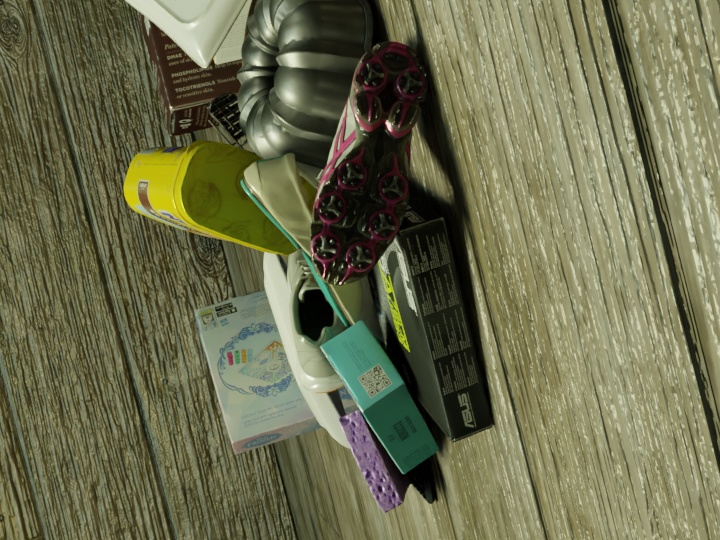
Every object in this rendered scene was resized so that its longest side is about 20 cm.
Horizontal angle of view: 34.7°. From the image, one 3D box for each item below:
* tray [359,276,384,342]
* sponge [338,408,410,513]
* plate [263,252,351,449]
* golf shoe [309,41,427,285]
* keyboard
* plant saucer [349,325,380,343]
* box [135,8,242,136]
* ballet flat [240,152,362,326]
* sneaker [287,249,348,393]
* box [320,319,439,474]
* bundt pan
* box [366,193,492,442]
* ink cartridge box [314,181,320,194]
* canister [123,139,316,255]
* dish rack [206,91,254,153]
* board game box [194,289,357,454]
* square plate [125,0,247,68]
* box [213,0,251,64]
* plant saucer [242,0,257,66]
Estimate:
[{"bbox_3d":[0.000,0.000,1.239,0.107,0.022,0.201,36,-159,-45],"label":"tray"},{"bbox_3d":[0.018,0.210,1.322,0.112,0.030,0.200,63,-178,6],"label":"sponge"},{"bbox_3d":[-0.065,0.092,1.341,0.200,0.032,0.201,68,-179,-57],"label":"plate"},{"bbox_3d":[0.007,-0.082,0.949,0.092,0.072,0.202,141,147,-81],"label":"golf shoe"},{"bbox_3d":[0.041,0.163,1.302,0.104,0.039,0.202,-129,28,-63],"label":"keyboard"},{"bbox_3d":[0.002,0.066,1.374,0.200,0.019,0.071,139,132,-80],"label":"plant saucer"},{"bbox_3d":[-0.214,-0.316,1.618,0.166,0.163,0.202,147,108,-78],"label":"box"},{"bbox_3d":[-0.035,-0.030,1.080,0.200,0.069,0.070,55,-178,-34],"label":"ballet flat"},{"bbox_3d":[-0.042,0.022,1.206,0.092,0.075,0.201,80,180,-50],"label":"sneaker"},{"bbox_3d":[0.023,0.130,1.151,0.082,0.049,0.200,55,176,29],"label":"box"},{"bbox_3d":[-0.062,-0.190,1.084,0.202,0.075,0.204,-174,90,-66],"label":"bundt pan"},{"bbox_3d":[0.049,0.027,1.049,0.193,0.047,0.201,-127,21,-68],"label":"box"},{"bbox_3d":[-0.025,-0.109,1.200,0.200,0.067,0.117,-120,19,-52],"label":"ink cartridge box"},{"bbox_3d":[-0.152,-0.078,1.206,0.200,0.148,0.087,11,82,61],"label":"canister"},{"bbox_3d":[-0.114,-0.123,1.382,0.200,0.054,0.153,49,-163,-7],"label":"dish rack"},{"bbox_3d":[-0.094,0.115,1.490,0.044,0.198,0.200,88,164,-57],"label":"board game box"},{"bbox_3d":[-0.184,-0.360,1.297,0.198,0.201,0.028,42,-164,33],"label":"square plate"},{"bbox_3d":[-0.154,-0.371,1.425,0.200,0.097,0.125,100,153,-64],"label":"box"},{"bbox_3d":[-0.091,-0.220,1.294,0.200,0.029,0.202,2,-90,-78],"label":"plant saucer"}]
